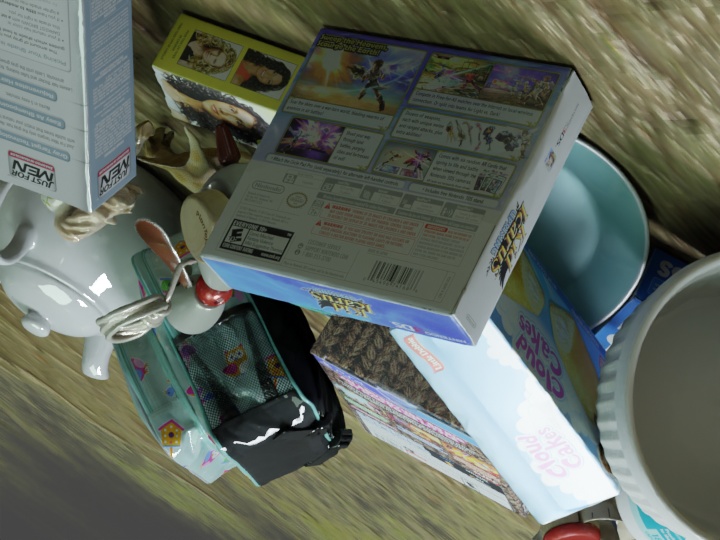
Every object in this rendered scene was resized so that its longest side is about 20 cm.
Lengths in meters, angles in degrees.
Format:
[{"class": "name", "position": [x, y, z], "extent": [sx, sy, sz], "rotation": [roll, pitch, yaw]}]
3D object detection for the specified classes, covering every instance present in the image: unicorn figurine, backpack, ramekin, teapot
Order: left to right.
[{"class": "unicorn figurine", "position": [-0.217, -0.107, 1.747], "extent": [0.074, 0.201, 0.137], "rotation": [25, 132, -29]}, {"class": "teapot", "position": [-0.243, -0.014, 1.958], "extent": [0.199, 0.147, 0.197], "rotation": [35, 158, -16]}, {"class": "backpack", "position": [-0.110, 0.063, 1.847], "extent": [0.152, 0.201, 0.176], "rotation": [-21, 163, 7]}, {"class": "ramekin", "position": [0.247, 0.088, 1.527], "extent": [0.199, 0.201, 0.105], "rotation": [31, 168, -10]}]

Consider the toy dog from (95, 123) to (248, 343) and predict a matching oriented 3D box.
[{"class": "toy dog", "position": [-0.107, -0.032, 1.666], "extent": [0.131, 0.097, 0.200], "rotation": [-2, 155, -47]}]

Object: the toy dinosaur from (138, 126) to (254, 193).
[{"class": "toy dinosaur", "position": [-0.115, -0.072, 1.734], "extent": [0.100, 0.059, 0.200], "rotation": [14, -179, -15]}]

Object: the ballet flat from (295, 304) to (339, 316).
[{"class": "ballet flat", "position": [0.000, 0.000, 1.742], "extent": [0.199, 0.075, 0.074], "rotation": [19, 158, 19]}]

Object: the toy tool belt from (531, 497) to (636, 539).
[{"class": "toy tool belt", "position": [0.192, 0.198, 1.937], "extent": [0.124, 0.124, 0.200], "rotation": [-18, 148, 19]}]

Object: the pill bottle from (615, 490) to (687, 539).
[{"class": "pill bottle", "position": [0.288, 0.159, 1.751], "extent": [0.111, 0.111, 0.200], "rotation": [36, 158, -22]}]

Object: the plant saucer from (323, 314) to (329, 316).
[{"class": "plant saucer", "position": [-0.057, -0.021, 1.887], "extent": [0.070, 0.019, 0.200], "rotation": [26, 159, 19]}]

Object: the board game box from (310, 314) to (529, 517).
[{"class": "board game box", "position": [0.071, 0.090, 1.828], "extent": [0.159, 0.097, 0.200], "rotation": [27, 167, 21]}]

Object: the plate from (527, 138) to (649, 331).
[{"class": "plate", "position": [0.095, -0.028, 1.579], "extent": [0.198, 0.026, 0.201], "rotation": [3, 131, 4]}]

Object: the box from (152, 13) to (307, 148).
[{"class": "box", "position": [-0.043, -0.111, 1.617], "extent": [0.199, 0.050, 0.075], "rotation": [20, 159, 19]}]

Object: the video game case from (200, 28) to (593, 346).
[{"class": "video game case", "position": [0.022, -0.056, 1.477], "extent": [0.199, 0.182, 0.045], "rotation": [13, 157, 34]}]

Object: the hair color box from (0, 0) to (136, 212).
[{"class": "hair color box", "position": [-0.211, -0.149, 1.598], "extent": [0.098, 0.061, 0.201], "rotation": [19, 128, 23]}]

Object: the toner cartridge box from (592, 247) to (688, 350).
[{"class": "toner cartridge box", "position": [0.215, 0.053, 1.688], "extent": [0.094, 0.043, 0.200], "rotation": [27, 159, -1]}]

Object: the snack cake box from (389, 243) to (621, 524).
[{"class": "snack cake box", "position": [0.101, 0.057, 1.557], "extent": [0.067, 0.115, 0.200], "rotation": [-23, 124, 24]}]
